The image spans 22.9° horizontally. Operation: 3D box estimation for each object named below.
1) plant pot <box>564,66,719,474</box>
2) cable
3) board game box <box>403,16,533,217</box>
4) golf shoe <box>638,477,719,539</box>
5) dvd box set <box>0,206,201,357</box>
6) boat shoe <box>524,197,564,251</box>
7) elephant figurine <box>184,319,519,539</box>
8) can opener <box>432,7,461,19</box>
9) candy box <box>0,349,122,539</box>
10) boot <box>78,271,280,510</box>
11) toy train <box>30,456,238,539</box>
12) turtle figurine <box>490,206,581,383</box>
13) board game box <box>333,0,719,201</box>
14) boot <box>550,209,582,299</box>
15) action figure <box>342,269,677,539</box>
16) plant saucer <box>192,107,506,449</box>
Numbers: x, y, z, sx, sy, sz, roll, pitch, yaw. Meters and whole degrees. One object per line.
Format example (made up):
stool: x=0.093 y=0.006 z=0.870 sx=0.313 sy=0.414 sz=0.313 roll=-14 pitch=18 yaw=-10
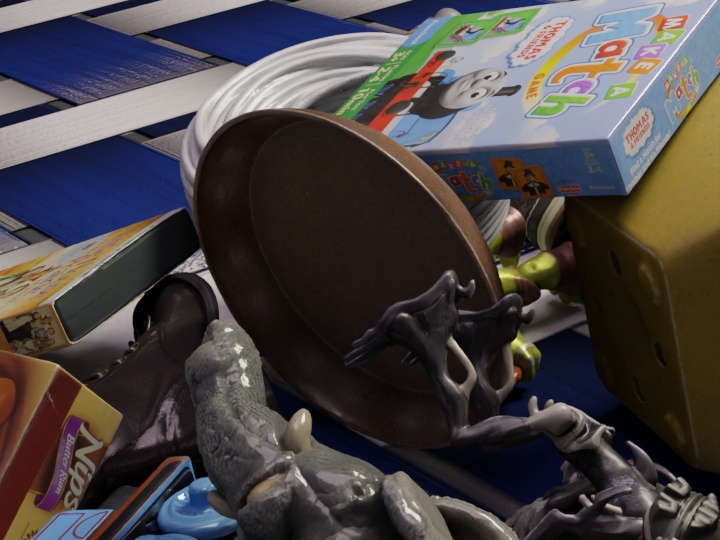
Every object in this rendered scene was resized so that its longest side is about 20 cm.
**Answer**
plant pot: x=0.217 y=-0.005 z=0.884 sx=0.199 sy=0.197 sz=0.194 roll=-19 pitch=24 yaw=-12
cable: x=-0.004 y=-0.064 z=1.039 sx=0.199 sy=0.070 sz=0.200 roll=11 pitch=43 yaw=25
board game box: x=0.087 y=-0.109 z=1.280 sx=0.158 sy=0.098 sz=0.200 roll=5 pitch=25 yaw=26
golf shoe: x=0.094 y=0.159 z=0.603 sx=0.077 sy=0.088 sz=0.200 roll=30 pitch=37 yaw=16
dvd box set: x=-0.207 y=0.025 z=1.040 sx=0.199 sy=0.030 sz=0.146 roll=-17 pitch=15 yaw=33
boat shoe: x=0.159 y=-0.095 z=1.173 sx=0.066 sy=0.072 sz=0.201 roll=25 pitch=69 yaw=30
elephant figurine: x=-0.003 y=0.121 z=0.676 sx=0.140 sy=0.156 sz=0.200 roll=-4 pitch=21 yaw=7
can opener: x=0.025 y=-0.080 z=1.144 sx=0.052 sy=0.067 sz=0.201 roll=22 pitch=71 yaw=27
candy box: x=-0.222 y=0.091 z=0.858 sx=0.199 sy=0.056 sz=0.117 roll=9 pitch=66 yaw=39
boot: x=-0.148 y=0.070 z=0.951 sx=0.173 sy=0.070 sz=0.200 roll=-15 pitch=24 yaw=-18
toy train: x=-0.108 y=0.149 z=0.732 sx=0.113 sy=0.087 sz=0.200 roll=-3 pitch=22 yaw=23
turtle figurine: x=0.046 y=0.010 z=1.046 sx=0.161 sy=0.065 sz=0.199 roll=-26 pitch=29 yaw=-39
board game box: x=0.081 y=-0.090 z=0.923 sx=0.199 sy=0.037 sz=0.151 roll=0 pitch=36 yaw=39
boot: x=0.207 y=-0.080 z=1.109 sx=0.073 sy=0.182 sz=0.199 roll=45 pitch=46 yaw=18
action figure: x=0.081 y=0.100 z=0.774 sx=0.200 sy=0.102 sz=0.119 roll=51 pitch=17 yaw=20
plant saucer: x=0.000 y=0.000 z=0.900 sx=0.199 sy=0.201 sz=0.034 roll=13 pitch=41 yaw=40
